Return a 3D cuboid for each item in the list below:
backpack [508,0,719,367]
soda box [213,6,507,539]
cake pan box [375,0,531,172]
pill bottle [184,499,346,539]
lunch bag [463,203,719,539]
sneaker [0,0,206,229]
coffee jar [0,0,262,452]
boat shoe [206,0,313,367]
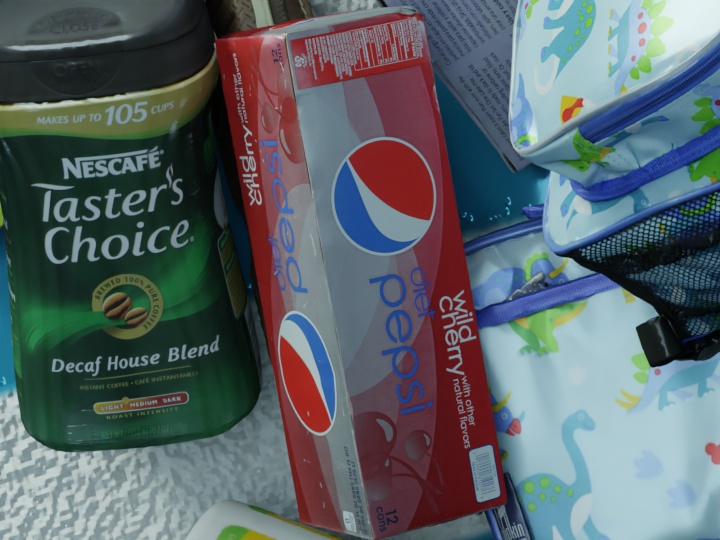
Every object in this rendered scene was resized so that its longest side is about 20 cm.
[{"bbox_3d":[0.156,-0.088,1.007,0.200,0.147,0.183,-20,48,40],"label":"backpack"},{"bbox_3d":[0.000,0.000,1.101,0.063,0.070,0.200,-13,98,-25],"label":"soda box"},{"bbox_3d":[0.082,-0.160,1.113,0.184,0.052,0.200,-36,126,8],"label":"cake pan box"},{"bbox_3d":[0.015,0.177,1.145,0.200,0.111,0.111,19,92,12],"label":"pill bottle"},{"bbox_3d":[0.134,0.037,1.141,0.200,0.082,0.161,-16,82,10],"label":"lunch bag"},{"bbox_3d":[-0.140,-0.095,1.186,0.200,0.081,0.074,-48,47,9],"label":"sneaker"},{"bbox_3d":[-0.102,-0.030,1.147,0.104,0.085,0.200,-7,116,1],"label":"coffee jar"},{"bbox_3d":[-0.016,-0.049,1.189,0.075,0.075,0.202,-8,81,-18],"label":"boat shoe"}]
